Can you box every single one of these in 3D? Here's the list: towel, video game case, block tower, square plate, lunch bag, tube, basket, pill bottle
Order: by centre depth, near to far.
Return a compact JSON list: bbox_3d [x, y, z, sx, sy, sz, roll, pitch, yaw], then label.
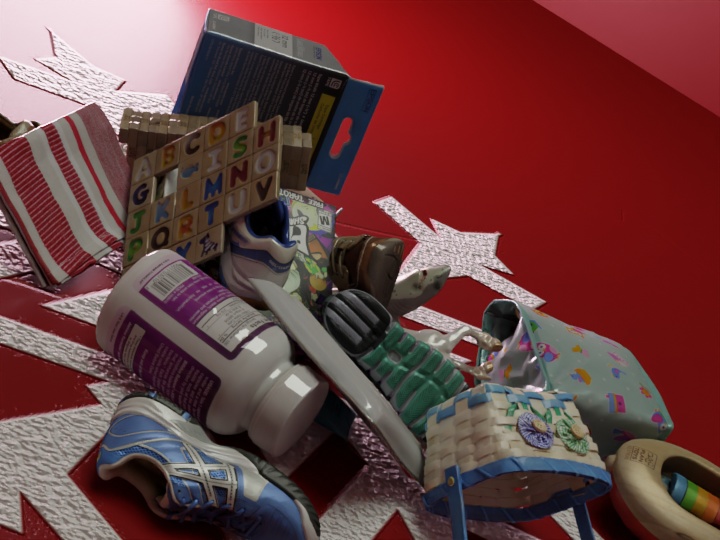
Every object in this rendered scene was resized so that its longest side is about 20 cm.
[{"bbox_3d":[-0.131,0.077,1.552,0.200,0.112,0.112,35,23,15],"label":"pill bottle"},{"bbox_3d":[0.143,0.208,1.579,0.176,0.139,0.200,9,65,-41],"label":"basket"},{"bbox_3d":[-0.011,0.103,1.601,0.200,0.028,0.198,48,-3,30],"label":"square plate"},{"bbox_3d":[-0.088,0.092,1.657,0.200,0.050,0.077,36,21,-5],"label":"tube"},{"bbox_3d":[-0.283,-0.077,1.699,0.144,0.023,0.200,63,31,-8],"label":"towel"},{"bbox_3d":[-0.121,-0.015,1.757,0.200,0.036,0.181,19,54,-23],"label":"video game case"},{"bbox_3d":[-0.154,-0.127,1.816,0.200,0.058,0.054,7,28,-6],"label":"block tower"},{"bbox_3d":[0.219,0.122,1.856,0.170,0.122,0.200,18,30,-22],"label":"lunch bag"}]

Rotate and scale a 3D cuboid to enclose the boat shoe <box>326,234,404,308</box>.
[{"bbox_3d":[0.000,0.000,1.721,0.072,0.076,0.200,20,-9,3],"label":"boat shoe"}]

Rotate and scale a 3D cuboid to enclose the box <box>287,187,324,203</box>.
[{"bbox_3d":[-0.142,-0.092,1.929,0.200,0.095,0.078,43,27,29],"label":"box"}]

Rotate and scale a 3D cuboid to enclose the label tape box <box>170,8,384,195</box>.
[{"bbox_3d":[-0.093,-0.180,1.857,0.200,0.143,0.066,16,30,-14],"label":"label tape box"}]

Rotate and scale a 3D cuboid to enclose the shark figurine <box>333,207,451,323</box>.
[{"bbox_3d":[0.010,0.026,1.908,0.214,0.128,0.089,28,-11,49],"label":"shark figurine"}]

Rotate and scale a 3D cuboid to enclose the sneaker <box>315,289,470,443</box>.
[{"bbox_3d":[0.037,0.092,1.681,0.200,0.074,0.088,50,-8,-14],"label":"sneaker"}]

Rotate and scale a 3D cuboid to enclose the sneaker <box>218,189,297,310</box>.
[{"bbox_3d":[-0.104,-0.053,1.680,0.075,0.088,0.200,12,35,-34],"label":"sneaker"}]

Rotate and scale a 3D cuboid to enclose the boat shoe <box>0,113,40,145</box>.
[{"bbox_3d":[-0.346,-0.115,1.734,0.200,0.072,0.076,31,22,-13],"label":"boat shoe"}]

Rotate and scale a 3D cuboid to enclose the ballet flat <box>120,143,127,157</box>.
[{"bbox_3d":[-0.227,-0.083,1.850,0.072,0.072,0.200,7,30,-42],"label":"ballet flat"}]

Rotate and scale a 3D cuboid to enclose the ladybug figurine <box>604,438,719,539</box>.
[{"bbox_3d":[0.330,0.248,1.756,0.200,0.072,0.136,33,36,-1],"label":"ladybug figurine"}]

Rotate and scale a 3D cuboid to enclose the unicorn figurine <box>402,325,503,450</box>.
[{"bbox_3d":[0.076,0.104,1.754,0.137,0.074,0.200,7,41,-17],"label":"unicorn figurine"}]

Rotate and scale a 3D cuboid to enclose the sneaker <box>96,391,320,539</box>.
[{"bbox_3d":[-0.126,0.182,1.408,0.200,0.076,0.077,29,45,2],"label":"sneaker"}]

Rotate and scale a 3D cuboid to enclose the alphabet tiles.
[{"bbox_3d":[-0.155,-0.075,1.678,0.008,0.200,0.167,36,43,-41],"label":"alphabet tiles"}]
